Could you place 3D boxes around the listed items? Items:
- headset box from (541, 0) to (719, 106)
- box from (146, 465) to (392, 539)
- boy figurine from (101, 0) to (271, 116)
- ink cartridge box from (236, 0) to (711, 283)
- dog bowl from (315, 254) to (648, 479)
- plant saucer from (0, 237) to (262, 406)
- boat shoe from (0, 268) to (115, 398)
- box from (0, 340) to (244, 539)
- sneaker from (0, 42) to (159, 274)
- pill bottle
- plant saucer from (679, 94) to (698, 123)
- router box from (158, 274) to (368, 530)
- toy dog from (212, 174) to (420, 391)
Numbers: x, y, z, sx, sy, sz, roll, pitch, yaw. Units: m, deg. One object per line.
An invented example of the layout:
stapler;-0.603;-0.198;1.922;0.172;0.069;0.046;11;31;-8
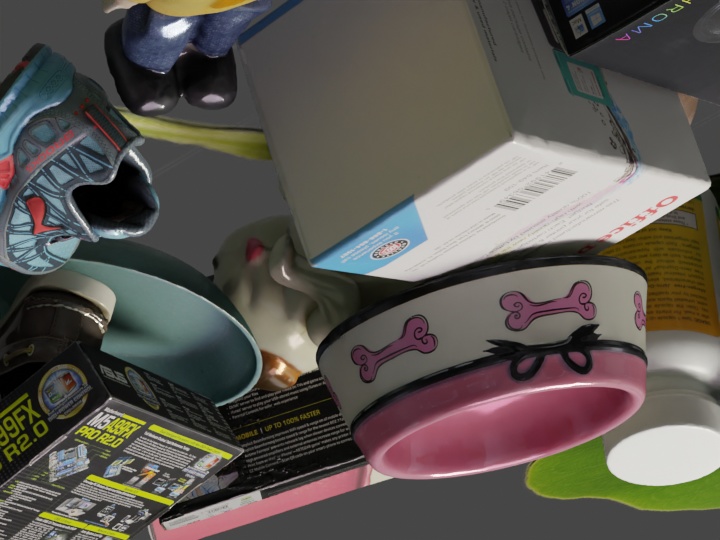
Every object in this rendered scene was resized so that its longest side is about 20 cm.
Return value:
headset box;0.214;-0.177;1.416;0.174;0.093;0.200;-30;158;28
box;-0.070;0.097;1.821;0.200;0.128;0.109;-18;159;-7
boy figurine;-0.061;-0.149;1.283;0.124;0.065;0.200;-6;160;-26
ink cartridge box;0.064;-0.086;1.436;0.147;0.146;0.200;-32;156;30
dog bowl;0.078;0.061;1.516;0.200;0.074;0.200;-12;162;-4
plant saucer;-0.156;0.027;1.604;0.200;0.036;0.200;8;151;4
boat shoe;-0.199;0.066;1.588;0.072;0.060;0.200;19;151;-13
box;-0.177;0.123;1.558;0.160;0.044;0.200;-39;158;9
sneaker;-0.157;-0.036;1.403;0.079;0.095;0.200;-54;171;-21
pill bottle;0.199;0.040;1.781;0.113;0.200;0.113;-3;148;-2
plant saucer;0.131;-0.076;1.699;0.200;0.032;0.200;-18;161;-6
router box;-0.058;0.070;1.724;0.200;0.149;0.051;-17;170;-4
toy dog;0.000;0.000;1.639;0.200;0.140;0.194;-11;156;17
